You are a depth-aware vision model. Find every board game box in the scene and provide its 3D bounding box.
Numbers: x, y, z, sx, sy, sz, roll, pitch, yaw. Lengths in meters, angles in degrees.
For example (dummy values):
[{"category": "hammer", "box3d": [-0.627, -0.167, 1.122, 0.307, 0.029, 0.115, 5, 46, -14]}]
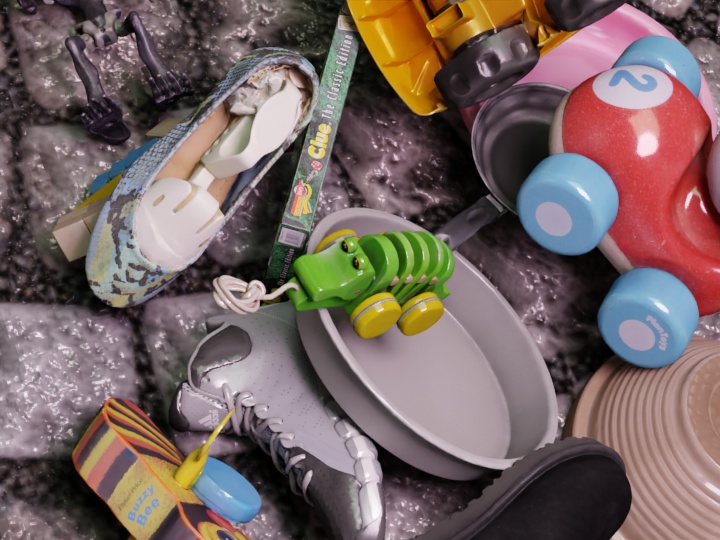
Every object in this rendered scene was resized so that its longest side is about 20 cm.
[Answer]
[{"category": "board game box", "box3d": [-0.031, -0.077, 1.115, 0.023, 0.105, 0.202, 18, 53, -6]}]

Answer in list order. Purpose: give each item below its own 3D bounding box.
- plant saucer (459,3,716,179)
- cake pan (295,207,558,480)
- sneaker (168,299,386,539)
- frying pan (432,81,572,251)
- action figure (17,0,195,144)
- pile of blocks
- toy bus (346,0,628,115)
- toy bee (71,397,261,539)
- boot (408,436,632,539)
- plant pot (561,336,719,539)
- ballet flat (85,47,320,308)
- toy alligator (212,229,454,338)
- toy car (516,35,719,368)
[{"category": "plant saucer", "box3d": [0.161, -0.117, 1.231, 0.198, 0.051, 0.202, 7, 56, -11]}, {"category": "cake pan", "box3d": [0.038, 0.049, 1.045, 0.199, 0.037, 0.201, 31, 32, -22]}, {"category": "sneaker", "box3d": [-0.056, 0.104, 1.016, 0.114, 0.075, 0.201, -5, 49, -14]}, {"category": "frying pan", "box3d": [0.114, -0.047, 1.123, 0.114, 0.031, 0.191, 26, 60, -1]}, {"category": "action figure", "box3d": [-0.184, -0.194, 1.151, 0.118, 0.102, 0.201, -22, 67, -15]}, {"category": "pile of blocks", "box3d": [-0.116, -0.059, 1.115, 0.199, 0.082, 0.063, -38, 117, -22]}, {"category": "toy bus", "box3d": [0.116, -0.202, 1.122, 0.191, 0.199, 0.137, -11, 71, -61]}, {"category": "toy bee", "box3d": [-0.094, 0.139, 0.938, 0.198, 0.109, 0.132, 18, 90, 22]}, {"category": "boot", "box3d": [0.121, 0.188, 0.941, 0.210, 0.080, 0.157, -29, 41, -33]}, {"category": "plant pot", "box3d": [0.235, 0.117, 1.073, 0.198, 0.093, 0.203, 7, 55, -10]}, {"category": "ballet flat", "box3d": [-0.095, -0.060, 1.039, 0.074, 0.074, 0.201, 33, 78, 7]}, {"category": "toy alligator", "box3d": [0.000, 0.000, 0.968, 0.199, 0.054, 0.060, 1, 50, -50]}, {"category": "toy car", "box3d": [0.235, -0.069, 1.051, 0.177, 0.199, 0.185, 52, 47, -13]}]
